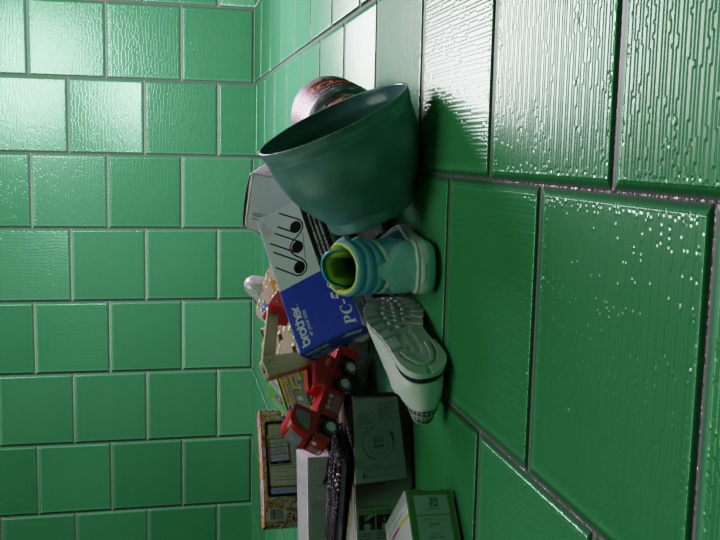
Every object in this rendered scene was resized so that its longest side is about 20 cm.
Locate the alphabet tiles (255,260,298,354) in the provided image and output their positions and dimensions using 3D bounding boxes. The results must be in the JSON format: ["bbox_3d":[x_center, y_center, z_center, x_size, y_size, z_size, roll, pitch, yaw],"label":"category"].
[{"bbox_3d":[-0.096,0.042,1.326,0.195,0.015,0.202,30,106,56],"label":"alphabet tiles"}]

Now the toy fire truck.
[{"bbox_3d":[-0.079,0.126,1.182,0.049,0.140,0.201,-55,12,53],"label":"toy fire truck"}]

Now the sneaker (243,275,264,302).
[{"bbox_3d":[-0.127,0.086,1.527,0.106,0.199,0.076,-60,34,5],"label":"sneaker"}]

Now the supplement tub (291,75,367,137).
[{"bbox_3d":[-0.030,-0.212,1.310,0.200,0.121,0.124,-127,39,-69],"label":"supplement tub"}]

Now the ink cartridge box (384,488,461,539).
[{"bbox_3d":[0.077,0.350,0.979,0.104,0.059,0.201,107,159,-53],"label":"ink cartridge box"}]

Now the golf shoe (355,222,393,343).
[{"bbox_3d":[0.000,0.000,1.266,0.077,0.087,0.202,137,132,-76],"label":"golf shoe"}]

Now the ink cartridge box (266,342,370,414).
[{"bbox_3d":[-0.071,0.175,1.472,0.145,0.084,0.201,43,142,27],"label":"ink cartridge box"}]

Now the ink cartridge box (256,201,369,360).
[{"bbox_3d":[-0.060,0.005,1.175,0.044,0.094,0.201,34,-148,-62],"label":"ink cartridge box"}]

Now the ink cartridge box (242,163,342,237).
[{"bbox_3d":[-0.076,-0.108,1.328,0.200,0.144,0.085,-63,-17,-70],"label":"ink cartridge box"}]

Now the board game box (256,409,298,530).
[{"bbox_3d":[-0.101,0.344,1.590,0.046,0.150,0.202,117,151,-64],"label":"board game box"}]

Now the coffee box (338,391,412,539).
[{"bbox_3d":[0.018,0.264,1.199,0.114,0.079,0.202,157,112,-77],"label":"coffee box"}]

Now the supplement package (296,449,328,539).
[{"bbox_3d":[-0.032,0.370,1.349,0.117,0.116,0.202,156,114,-76],"label":"supplement package"}]

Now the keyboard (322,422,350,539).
[{"bbox_3d":[-0.037,0.291,1.227,0.127,0.020,0.201,-108,20,-59],"label":"keyboard"}]

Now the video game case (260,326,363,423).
[{"bbox_3d":[-0.064,0.171,1.359,0.180,0.025,0.202,-10,100,51],"label":"video game case"}]

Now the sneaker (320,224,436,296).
[{"bbox_3d":[0.008,-0.015,1.122,0.200,0.129,0.080,-158,66,-77],"label":"sneaker"}]

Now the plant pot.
[{"bbox_3d":[-0.009,-0.128,1.122,0.135,0.199,0.200,66,175,-18],"label":"plant pot"}]

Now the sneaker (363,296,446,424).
[{"bbox_3d":[0.049,0.099,1.088,0.200,0.076,0.081,-110,14,-61],"label":"sneaker"}]
